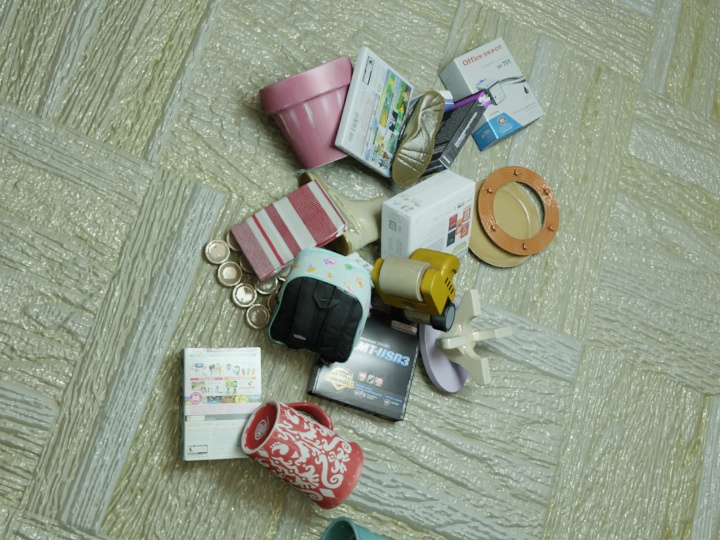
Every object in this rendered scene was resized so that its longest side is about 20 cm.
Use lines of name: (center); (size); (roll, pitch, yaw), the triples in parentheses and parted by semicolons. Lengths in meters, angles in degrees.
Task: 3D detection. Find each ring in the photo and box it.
ring: (0.349, -0.134, 1.848); (0.197, 0.019, 0.204); (4, 77, -18)

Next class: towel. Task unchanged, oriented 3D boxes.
towel: (-0.138, -0.079, 1.630); (0.198, 0.023, 0.145); (-31, 58, -6)

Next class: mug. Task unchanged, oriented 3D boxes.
mug: (-0.116, 0.321, 1.549); (0.199, 0.177, 0.134); (37, 92, -28)

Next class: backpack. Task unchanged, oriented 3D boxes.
backpack: (-0.065, 0.053, 1.564); (0.174, 0.201, 0.154); (21, 51, 3)

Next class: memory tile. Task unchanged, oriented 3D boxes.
memory tile: (-0.202, 0.003, 1.667); (0.152, 0.017, 0.201); (-33, 90, -21)

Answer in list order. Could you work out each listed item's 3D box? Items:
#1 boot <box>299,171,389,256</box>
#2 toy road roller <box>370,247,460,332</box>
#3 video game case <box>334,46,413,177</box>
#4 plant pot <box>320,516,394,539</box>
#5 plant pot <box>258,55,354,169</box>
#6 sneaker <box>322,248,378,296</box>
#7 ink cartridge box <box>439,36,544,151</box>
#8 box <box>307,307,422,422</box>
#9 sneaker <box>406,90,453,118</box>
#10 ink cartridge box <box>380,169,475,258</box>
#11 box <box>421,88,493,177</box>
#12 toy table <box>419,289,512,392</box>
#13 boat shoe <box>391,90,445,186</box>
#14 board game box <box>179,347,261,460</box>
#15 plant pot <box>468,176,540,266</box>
boot: (-0.022, -0.132, 1.726); (0.154, 0.073, 0.201); (-20, 63, -34)
toy road roller: (0.116, 0.012, 1.586); (0.121, 0.200, 0.148); (12, 66, 26)
video game case: (0.031, -0.311, 1.685); (0.181, 0.022, 0.203); (24, 77, -52)
plant pot: (0.034, 0.569, 1.533); (0.194, 0.200, 0.203); (19, 73, -21)
plant pot: (-0.084, -0.308, 1.693); (0.198, 0.199, 0.181); (-25, 102, -21)
sneaker: (0.000, 0.000, 1.703); (0.197, 0.076, 0.089); (7, 71, -19)
ink cartridge box: (0.291, -0.392, 1.879); (0.145, 0.086, 0.202); (-29, 89, -21)
box: (0.013, 0.176, 1.683); (0.197, 0.050, 0.201); (20, 73, -14)
sneaker: (0.110, -0.303, 1.811); (0.197, 0.081, 0.117); (-20, 88, -14)
ink cartridge box: (0.136, -0.083, 1.719); (0.083, 0.178, 0.199); (29, 44, 36)
box: (0.185, -0.285, 1.789); (0.036, 0.142, 0.201); (42, 69, -19)
toy table: (0.203, 0.140, 1.694); (0.182, 0.116, 0.203); (-21, 96, -38)
boat shoe: (0.116, -0.268, 1.733); (0.072, 0.065, 0.202); (24, 94, -15)
board game box: (-0.259, 0.246, 1.570); (0.145, 0.064, 0.203); (2, 79, -19)
plant pot: (0.301, -0.105, 1.850); (0.197, 0.027, 0.204); (4, 77, -18)
